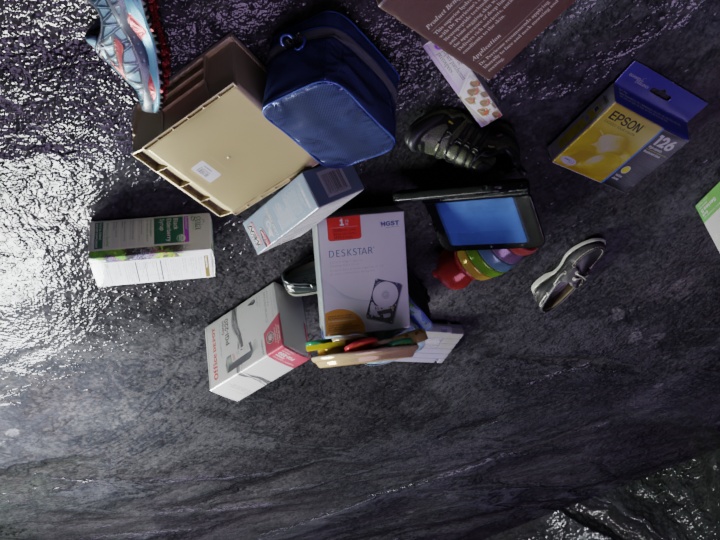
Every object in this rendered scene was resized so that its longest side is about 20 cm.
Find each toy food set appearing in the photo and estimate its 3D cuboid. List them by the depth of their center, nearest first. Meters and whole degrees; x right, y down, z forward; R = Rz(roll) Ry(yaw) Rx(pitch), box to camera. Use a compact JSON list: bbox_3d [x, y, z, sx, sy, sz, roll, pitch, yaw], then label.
[{"bbox_3d":[0.009,0.136,1.414,0.196,0.050,0.197,-10,173,28],"label":"toy food set"}]

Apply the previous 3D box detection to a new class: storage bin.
[{"bbox_3d":[-0.190,-0.193,1.162,0.196,0.095,0.199,-28,142,22],"label":"storage bin"}]

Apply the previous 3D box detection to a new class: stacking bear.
[{"bbox_3d":[0.218,-0.035,1.486,0.120,0.116,0.199,12,145,-39],"label":"stacking bear"}]

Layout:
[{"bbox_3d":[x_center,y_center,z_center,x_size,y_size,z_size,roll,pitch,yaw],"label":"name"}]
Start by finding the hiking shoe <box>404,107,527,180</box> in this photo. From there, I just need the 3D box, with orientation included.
[{"bbox_3d":[0.166,-0.190,1.256,0.196,0.102,0.076,1,137,-19],"label":"hiking shoe"}]

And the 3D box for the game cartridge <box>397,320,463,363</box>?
[{"bbox_3d":[0.114,0.153,1.774,0.196,0.039,0.131,5,137,-22],"label":"game cartridge"}]

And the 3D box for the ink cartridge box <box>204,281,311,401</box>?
[{"bbox_3d":[-0.201,0.138,1.563,0.198,0.148,0.084,-33,141,27],"label":"ink cartridge box"}]

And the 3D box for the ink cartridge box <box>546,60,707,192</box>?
[{"bbox_3d":[0.443,-0.226,1.341,0.195,0.048,0.200,15,139,-31],"label":"ink cartridge box"}]

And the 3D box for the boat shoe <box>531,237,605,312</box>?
[{"bbox_3d":[0.423,0.011,1.643,0.073,0.061,0.200,17,136,-32],"label":"boat shoe"}]

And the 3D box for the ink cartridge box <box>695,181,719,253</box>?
[{"bbox_3d":[0.738,-0.059,1.516,0.143,0.203,0.084,8,141,-25],"label":"ink cartridge box"}]

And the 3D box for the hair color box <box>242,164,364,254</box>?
[{"bbox_3d":[-0.092,-0.099,1.266,0.098,0.061,0.199,-26,177,-39],"label":"hair color box"}]

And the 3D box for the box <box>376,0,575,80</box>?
[{"bbox_3d":[0.127,-0.369,0.949,0.198,0.167,0.165,22,134,-38],"label":"box"}]

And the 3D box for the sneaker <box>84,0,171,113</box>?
[{"bbox_3d":[-0.295,-0.290,1.030,0.093,0.080,0.202,0,136,1],"label":"sneaker"}]

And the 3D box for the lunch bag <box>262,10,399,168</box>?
[{"bbox_3d":[-0.041,-0.250,1.097,0.134,0.135,0.199,-13,149,31],"label":"lunch bag"}]

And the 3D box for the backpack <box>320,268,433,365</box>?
[{"bbox_3d":[0.023,0.090,1.563,0.197,0.149,0.183,-21,141,19],"label":"backpack"}]

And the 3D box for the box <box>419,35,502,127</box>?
[{"bbox_3d":[0.147,-0.284,1.179,0.038,0.042,0.200,-26,143,20],"label":"box"}]

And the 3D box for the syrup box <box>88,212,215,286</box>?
[{"bbox_3d":[-0.341,-0.035,1.346,0.195,0.080,0.082,-5,144,-9],"label":"syrup box"}]

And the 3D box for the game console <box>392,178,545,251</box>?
[{"bbox_3d":[0.177,-0.083,1.326,0.197,0.119,0.175,-2,-174,34],"label":"game console"}]

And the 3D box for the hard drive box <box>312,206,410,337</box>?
[{"bbox_3d":[0.000,0.000,1.398,0.152,0.077,0.205,-6,101,-8],"label":"hard drive box"}]

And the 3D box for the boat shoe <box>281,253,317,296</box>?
[{"bbox_3d":[-0.053,-0.005,1.475,0.195,0.076,0.066,-9,158,13],"label":"boat shoe"}]
